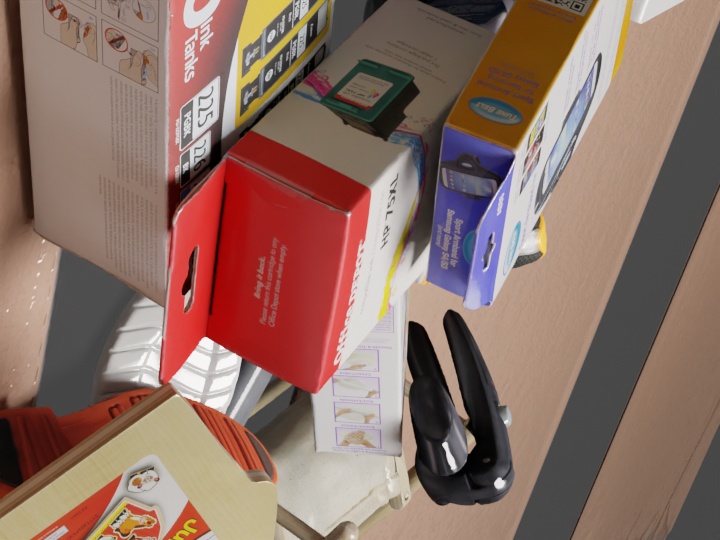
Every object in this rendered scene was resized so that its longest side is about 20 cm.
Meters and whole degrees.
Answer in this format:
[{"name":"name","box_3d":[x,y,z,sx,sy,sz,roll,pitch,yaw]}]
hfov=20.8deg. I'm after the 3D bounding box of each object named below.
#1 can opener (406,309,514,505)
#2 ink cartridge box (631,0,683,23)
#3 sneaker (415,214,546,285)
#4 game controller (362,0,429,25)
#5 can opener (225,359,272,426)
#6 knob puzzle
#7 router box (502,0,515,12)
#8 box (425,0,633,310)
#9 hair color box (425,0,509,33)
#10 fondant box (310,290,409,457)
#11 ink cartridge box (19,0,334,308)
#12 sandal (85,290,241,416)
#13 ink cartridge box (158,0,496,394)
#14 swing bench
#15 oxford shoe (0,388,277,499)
[{"name":"can opener","box_3d":[0.062,0.081,1.242,0.200,0.063,0.079,-92,175,-63]},{"name":"ink cartridge box","box_3d":[0.208,-0.280,1.302,0.148,0.085,0.201,-32,144,-56]},{"name":"sneaker","box_3d":[0.068,-0.042,1.191,0.200,0.077,0.079,-89,177,-66]},{"name":"game controller","box_3d":[0.065,-0.206,1.154,0.200,0.042,0.105,-50,158,-28]},{"name":"can opener","box_3d":[-0.100,0.087,1.129,0.201,0.053,0.067,-61,160,-5]},{"name":"knob puzzle","box_3d":[-0.127,0.155,0.951,0.219,0.030,0.220,-21,134,-23]},{"name":"router box","box_3d":[0.101,-0.237,1.033,0.200,0.049,0.180,55,42,-56]},{"name":"box","box_3d":[0.081,-0.077,0.933,0.200,0.041,0.119,-57,163,-33]},{"name":"hair color box","box_3d":[0.076,-0.111,1.124,0.200,0.060,0.100,-42,129,-63]},{"name":"fondant box","box_3d":[0.000,0.000,1.158,0.200,0.058,0.145,86,7,-56]},{"name":"ink cartridge box","box_3d":[-0.066,-0.116,0.880,0.176,0.084,0.200,-49,159,-35]},{"name":"sandal","box_3d":[-0.122,0.091,1.076,0.082,0.050,0.204,13,93,-34]},{"name":"ink cartridge box","box_3d":[-0.011,-0.028,0.912,0.200,0.067,0.116,-48,157,-42]},{"name":"swing bench","box_3d":[-0.037,0.169,1.301,0.199,0.130,0.201,-34,153,-54]},{"name":"oxford shoe","box_3d":[-0.132,0.110,1.016,0.199,0.071,0.073,4,135,-41]}]
